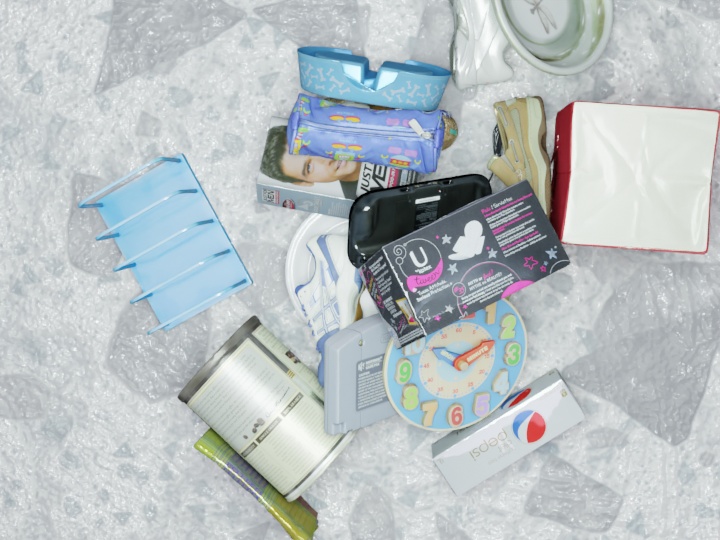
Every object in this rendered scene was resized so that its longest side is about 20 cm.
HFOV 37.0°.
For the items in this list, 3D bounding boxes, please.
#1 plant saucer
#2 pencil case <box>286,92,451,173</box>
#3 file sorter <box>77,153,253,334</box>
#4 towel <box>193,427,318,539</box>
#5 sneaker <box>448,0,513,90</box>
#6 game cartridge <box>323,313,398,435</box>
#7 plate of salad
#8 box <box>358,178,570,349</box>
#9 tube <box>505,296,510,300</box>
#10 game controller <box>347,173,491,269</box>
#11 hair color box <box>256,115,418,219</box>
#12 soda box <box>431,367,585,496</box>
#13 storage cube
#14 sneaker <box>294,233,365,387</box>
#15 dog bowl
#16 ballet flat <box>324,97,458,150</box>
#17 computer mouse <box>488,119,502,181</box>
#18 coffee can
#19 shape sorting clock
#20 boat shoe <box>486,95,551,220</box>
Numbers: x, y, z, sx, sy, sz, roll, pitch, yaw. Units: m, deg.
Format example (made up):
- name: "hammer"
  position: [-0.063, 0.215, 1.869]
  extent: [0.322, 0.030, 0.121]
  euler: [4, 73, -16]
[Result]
- name: "plant saucer"
  position: [0.230, -0.339, 1.349]
  extent: [0.199, 0.050, 0.201]
  euler: [3, 85, -32]
- name: "pencil case"
  position: [0.009, -0.168, 1.322]
  extent: [0.199, 0.087, 0.078]
  euler: [7, 85, -1]
- name: "file sorter"
  position: [-0.257, -0.033, 1.407]
  extent: [0.138, 0.123, 0.201]
  euler: [-28, 92, 7]
- name: "towel"
  position: [-0.130, 0.280, 1.411]
  extent: [0.200, 0.144, 0.023]
  euler: [43, 93, 1]
- name: "sneaker"
  position: [0.163, -0.333, 1.379]
  extent: [0.099, 0.078, 0.201]
  euler: [-2, 101, -4]
- name: "game cartridge"
  position: [0.031, 0.120, 1.367]
  extent: [0.041, 0.200, 0.134]
  euler: [9, 106, 44]
- name: "plate of salad"
  position: [0.000, 0.000, 1.426]
  extent: [0.199, 0.048, 0.201]
  euler: [0, 97, -4]
- name: "box"
  position: [0.116, -0.006, 1.258]
  extent: [0.199, 0.132, 0.115]
  euler: [-24, 85, -17]
- name: "tube"
  position: [0.180, 0.004, 1.406]
  extent: [0.058, 0.052, 0.201]
  euler: [25, 99, 14]
- name: "game controller"
  position: [0.076, -0.061, 1.335]
  extent: [0.199, 0.042, 0.105]
  euler: [-12, 114, -25]
- name: "hair color box"
  position: [-0.027, -0.125, 1.380]
  extent: [0.199, 0.061, 0.099]
  euler: [10, 69, 0]
- name: "soda box"
  position: [0.193, 0.212, 1.416]
  extent: [0.200, 0.068, 0.064]
  euler: [-34, 95, 7]
- name: "storage cube"
  position: [0.331, -0.115, 1.323]
  extent: [0.199, 0.180, 0.172]
  euler: [5, 95, 5]
- name: "sneaker"
  position: [-0.042, 0.051, 1.378]
  extent: [0.088, 0.075, 0.201]
  euler: [9, 90, 9]
- name: "dog bowl"
  position: [0.014, -0.245, 1.377]
  extent: [0.199, 0.112, 0.050]
  euler: [11, 110, 3]
- name: "ballet flat"
  position: [0.028, -0.195, 1.398]
  extent: [0.199, 0.065, 0.071]
  euler: [4, 92, 4]
- name: "computer mouse"
  position: [0.162, -0.112, 1.415]
  extent: [0.058, 0.034, 0.201]
  euler: [24, 90, -8]
- name: "coffee can"
  position: [-0.116, 0.179, 1.400]
  extent: [0.200, 0.146, 0.146]
  euler: [43, 97, 0]
- name: "shape sorting clock"
  position: [0.123, 0.115, 1.364]
  extent: [0.199, 0.039, 0.201]
  euler: [-6, 109, -19]
- name: "boat shoe"
  position: [0.196, -0.128, 1.348]
  extent: [0.076, 0.072, 0.201]
  euler: [-1, 59, 0]
